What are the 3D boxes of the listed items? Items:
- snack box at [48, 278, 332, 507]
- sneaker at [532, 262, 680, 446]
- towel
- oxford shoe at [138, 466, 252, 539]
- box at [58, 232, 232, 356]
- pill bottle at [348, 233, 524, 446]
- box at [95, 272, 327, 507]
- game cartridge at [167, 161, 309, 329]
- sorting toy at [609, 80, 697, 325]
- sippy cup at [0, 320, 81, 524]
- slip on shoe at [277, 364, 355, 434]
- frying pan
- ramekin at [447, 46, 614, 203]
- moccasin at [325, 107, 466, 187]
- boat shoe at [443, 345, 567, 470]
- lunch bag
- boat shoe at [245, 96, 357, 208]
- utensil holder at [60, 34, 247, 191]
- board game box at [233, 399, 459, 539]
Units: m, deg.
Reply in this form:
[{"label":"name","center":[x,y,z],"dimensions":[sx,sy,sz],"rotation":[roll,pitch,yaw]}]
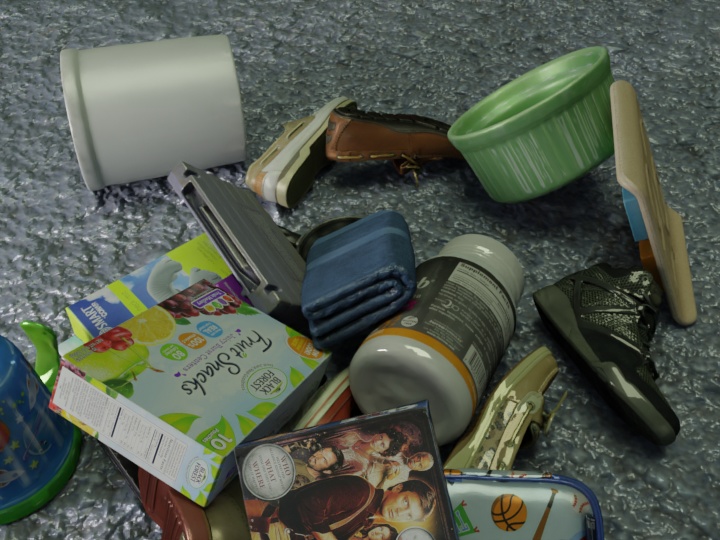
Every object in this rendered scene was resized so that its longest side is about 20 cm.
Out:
[{"label":"snack box","center":[-0.125,0.086,0.667],"dimensions":[0.141,0.053,0.200],"rotation":[30,24,10]},{"label":"sneaker","center":[0.254,0.064,0.776],"dimensions":[0.114,0.076,0.200],"rotation":[-32,42,4]},{"label":"towel","center":[0.000,0.000,0.793],"dimensions":[0.111,0.049,0.200],"rotation":[-25,17,8]},{"label":"oxford shoe","center":[-0.127,0.165,0.651],"dimensions":[0.074,0.071,0.200],"rotation":[3,28,-28]},{"label":"box","center":[-0.203,0.046,0.856],"dimensions":[0.199,0.048,0.122],"rotation":[-33,51,-28]},{"label":"pill bottle","center":[0.079,0.057,0.773],"dimensions":[0.115,0.117,0.200],"rotation":[17,40,19]},{"label":"box","center":[-0.150,0.106,0.766],"dimensions":[0.199,0.036,0.143],"rotation":[-33,73,-29]},{"label":"game cartridge","center":[-0.106,-0.020,0.848],"dimensions":[0.038,0.129,0.200],"rotation":[-43,62,10]},{"label":"sorting toy","center":[0.296,-0.070,0.862],"dimensions":[0.036,0.201,0.186],"rotation":[-16,37,27]},{"label":"sippy cup","center":[-0.325,0.127,0.718],"dimensions":[0.138,0.131,0.178],"rotation":[-16,44,-14]},{"label":"slip on shoe","center":[-0.040,0.157,0.727],"dimensions":[0.061,0.074,0.200],"rotation":[41,43,-6]},{"label":"frying pan","center":[-0.051,-0.016,0.924],"dimensions":[0.187,0.031,0.116],"rotation":[-3,44,5]},{"label":"ramekin","center":[0.209,-0.163,0.959],"dimensions":[0.199,0.098,0.200],"rotation":[-29,16,9]},{"label":"moccasin","center":[0.054,-0.150,1.030],"dimensions":[0.199,0.079,0.074],"rotation":[1,24,-24]},{"label":"boat shoe","center":[0.123,0.153,0.716],"dimensions":[0.062,0.074,0.200],"rotation":[31,64,20]},{"label":"lunch bag","center":[0.086,0.229,0.603],"dimensions":[0.197,0.076,0.162],"rotation":[1,70,7]},{"label":"boat shoe","center":[-0.070,-0.161,1.046],"dimensions":[0.068,0.075,0.200],"rotation":[20,47,19]},{"label":"utensil holder","center":[-0.251,-0.198,1.031],"dimensions":[0.198,0.171,0.171],"rotation":[-10,44,-12]},{"label":"board game box","center":[0.003,0.201,0.552],"dimensions":[0.134,0.035,0.202],"rotation":[-14,86,5]}]
